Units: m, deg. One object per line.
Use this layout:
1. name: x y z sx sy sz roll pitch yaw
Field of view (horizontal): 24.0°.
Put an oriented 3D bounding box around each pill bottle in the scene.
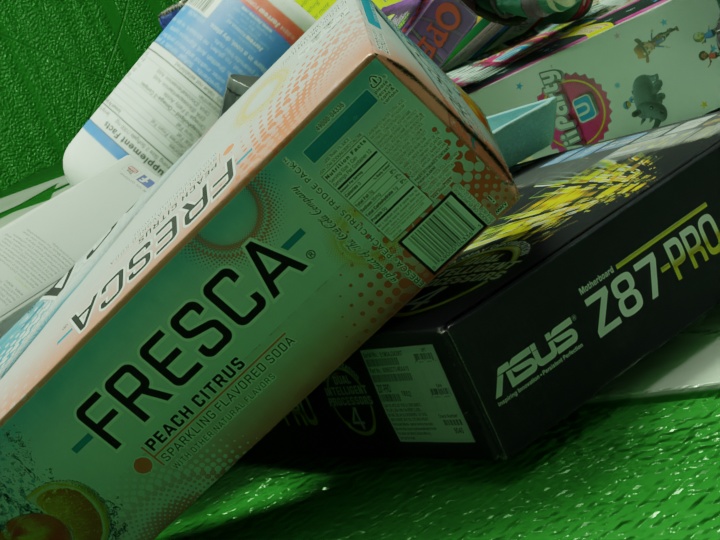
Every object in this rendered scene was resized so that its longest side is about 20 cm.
1. pill bottle: -0.097 -0.065 0.957 0.200 0.112 0.112 -50 12 -1

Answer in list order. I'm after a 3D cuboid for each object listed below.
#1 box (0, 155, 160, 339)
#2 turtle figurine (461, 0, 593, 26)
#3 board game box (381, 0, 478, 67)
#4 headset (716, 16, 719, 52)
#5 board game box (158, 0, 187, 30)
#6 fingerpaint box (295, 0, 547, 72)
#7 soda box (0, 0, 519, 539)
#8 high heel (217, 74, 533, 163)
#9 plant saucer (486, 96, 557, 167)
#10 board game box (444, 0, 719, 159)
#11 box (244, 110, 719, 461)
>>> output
1. box: -0.150 0.052 0.624 0.200 0.036 0.145 -39 -19 -53
2. turtle figurine: 0.070 -0.172 0.854 0.101 0.199 0.150 -48 38 34
3. board game box: -0.025 -0.052 0.850 0.200 0.032 0.120 -53 9 -5
4. headset: 0.228 -0.149 0.793 0.123 0.094 0.200 -14 27 27
5. board game box: -0.034 -0.174 1.345 0.199 0.160 0.097 -26 10 -13
6. fingerpaint box: 0.007 -0.169 1.030 0.073 0.168 0.200 -6 -28 -48
7. soda box: -0.047 0.011 0.511 0.200 0.064 0.069 -43 22 13
8. high heel: 0.000 0.000 0.736 0.199 0.144 0.071 8 17 -39
9. plant saucer: -0.015 -0.011 0.636 0.199 0.019 0.070 -29 8 -19
10. board game box: 0.103 -0.093 0.902 0.199 0.065 0.148 -27 11 -5
11. box: 0.039 0.008 0.582 0.161 0.049 0.200 -29 9 -29
